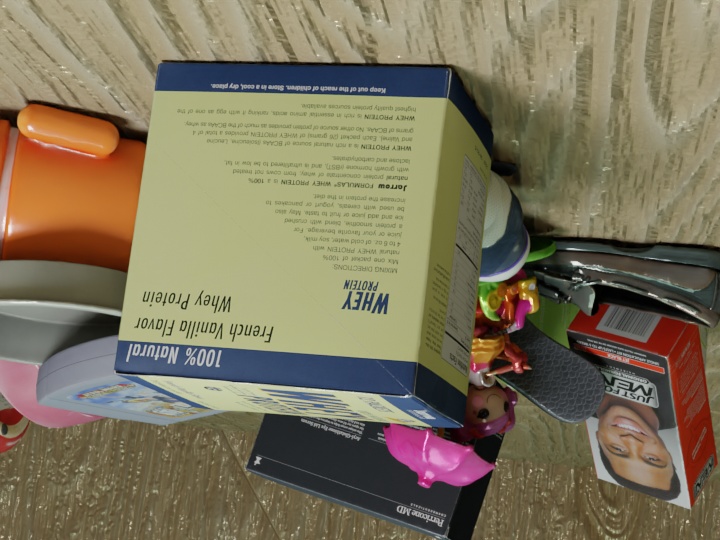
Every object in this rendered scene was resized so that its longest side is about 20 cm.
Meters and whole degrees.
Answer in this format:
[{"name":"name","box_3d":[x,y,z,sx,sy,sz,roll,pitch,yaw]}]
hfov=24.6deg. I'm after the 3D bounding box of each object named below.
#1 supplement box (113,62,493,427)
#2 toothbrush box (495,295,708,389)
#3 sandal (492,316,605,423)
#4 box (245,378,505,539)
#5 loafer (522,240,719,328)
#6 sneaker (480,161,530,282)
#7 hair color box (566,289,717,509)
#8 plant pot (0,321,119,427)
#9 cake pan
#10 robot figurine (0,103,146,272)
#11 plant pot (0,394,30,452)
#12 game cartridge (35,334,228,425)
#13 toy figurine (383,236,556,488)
[{"name":"supplement box","box_3d":[-0.030,-0.014,1.055,0.197,0.203,0.134,3,168,18]},{"name":"toothbrush box","box_3d":[0.227,0.068,1.600,0.198,0.087,0.146,3,167,22]},{"name":"sandal","box_3d":[0.121,0.059,1.424,0.200,0.076,0.043,43,177,3]},{"name":"box","box_3d":[0.018,0.144,1.454,0.198,0.143,0.079,16,168,24]},{"name":"loafer","box_3d":[0.209,0.012,1.391,0.198,0.064,0.072,2,168,22]},{"name":"sneaker","box_3d":[0.020,-0.048,1.200,0.198,0.082,0.147,6,161,22]},{"name":"hair color box","box_3d":[0.252,0.114,1.466,0.101,0.061,0.201,15,141,33]},{"name":"plant pot","box_3d":[-0.200,0.017,1.389,0.177,0.203,0.200,-15,161,22]},{"name":"cake pan","box_3d":[-0.221,0.034,1.218,0.197,0.037,0.200,3,164,1]},{"name":"robot figurine","box_3d":[-0.225,-0.046,1.222,0.197,0.118,0.144,9,168,-11]},{"name":"plant pot","box_3d":[-0.556,0.159,2.253,0.180,0.203,0.200,-7,165,19]},{"name":"game cartridge","box_3d":[-0.156,0.082,1.247,0.132,0.042,0.199,10,163,-38]},{"name":"toy figurine","box_3d":[0.080,0.080,1.347,0.198,0.187,0.149,-14,-166,-33]}]
